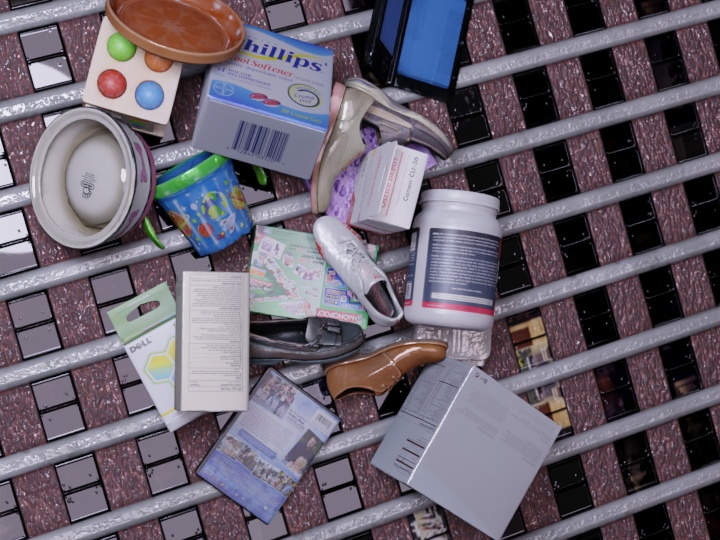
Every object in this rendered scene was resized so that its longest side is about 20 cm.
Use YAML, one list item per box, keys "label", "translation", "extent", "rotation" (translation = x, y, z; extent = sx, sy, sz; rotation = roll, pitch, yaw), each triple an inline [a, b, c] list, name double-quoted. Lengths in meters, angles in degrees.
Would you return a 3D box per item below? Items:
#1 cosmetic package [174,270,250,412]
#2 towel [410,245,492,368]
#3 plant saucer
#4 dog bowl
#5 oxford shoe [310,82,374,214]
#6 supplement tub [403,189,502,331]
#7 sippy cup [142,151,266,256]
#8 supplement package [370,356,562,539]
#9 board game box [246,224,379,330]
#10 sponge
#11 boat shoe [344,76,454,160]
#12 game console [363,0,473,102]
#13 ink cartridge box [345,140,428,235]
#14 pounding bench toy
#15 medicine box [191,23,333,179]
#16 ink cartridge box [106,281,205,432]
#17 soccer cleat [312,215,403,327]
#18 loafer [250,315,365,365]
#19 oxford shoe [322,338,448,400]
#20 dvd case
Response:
- label: "cosmetic package"
  translation: [-0.216, 0.104, 1.654]
  extent: [0.104, 0.071, 0.202]
  rotation: [3, 84, -17]
- label: "towel"
  translation: [0.145, 0.054, 1.819]
  extent: [0.131, 0.034, 0.202]
  rotation: [-1, 88, -14]
- label: "plant saucer"
  translation: [-0.262, -0.349, 1.607]
  extent: [0.198, 0.201, 0.033]
  rotation: [14, 127, -12]
- label: "dog bowl"
  translation: [-0.378, -0.130, 1.637]
  extent: [0.198, 0.074, 0.203]
  rotation: [0, 90, 28]
- label: "oxford shoe"
  translation: [-0.030, -0.176, 1.714]
  extent: [0.073, 0.071, 0.202]
  rotation: [14, 108, -3]
- label: "supplement tub"
  translation: [0.142, -0.013, 1.734]
  extent: [0.139, 0.140, 0.202]
  rotation: [8, 86, -13]
- label: "sippy cup"
  translation: [-0.228, -0.099, 1.695]
  extent: [0.177, 0.140, 0.131]
  rotation: [-25, 106, 15]
- label: "supplement package"
  translation: [0.160, 0.267, 1.745]
  extent: [0.191, 0.147, 0.201]
  rotation: [35, 81, -21]
- label: "board game box"
  translation: [-0.078, 0.011, 1.771]
  extent: [0.198, 0.029, 0.136]
  rotation: [10, 87, -13]
- label: "sponge"
  translation: [0.011, -0.163, 1.797]
  extent: [0.199, 0.030, 0.112]
  rotation: [-34, 96, -12]
- label: "boat shoe"
  translation: [0.050, -0.221, 1.764]
  extent: [0.199, 0.074, 0.074]
  rotation: [32, 91, -1]
- label: "game console"
  translation: [0.095, -0.388, 1.783]
  extent: [0.115, 0.176, 0.202]
  rotation: [10, 85, 16]
- label: "ink cartridge box"
  translation: [0.041, -0.119, 1.685]
  extent: [0.067, 0.200, 0.118]
  rotation: [15, 86, -12]
- label: "pounding bench toy"
  translation: [-0.320, -0.315, 1.659]
  extent: [0.123, 0.156, 0.202]
  rotation: [14, 85, -12]
- label: "medicine box"
  translation: [-0.141, -0.255, 1.678]
  extent: [0.180, 0.103, 0.201]
  rotation: [14, 45, -13]
- label: "ink cartridge box"
  translation: [-0.287, 0.128, 1.703]
  extent: [0.103, 0.059, 0.201]
  rotation: [-28, 95, -12]
- label: "soccer cleat"
  translation: [0.000, 0.000, 1.731]
  extent: [0.068, 0.085, 0.201]
  rotation: [-35, 97, -12]
- label: "loafer"
  translation: [-0.091, 0.101, 1.725]
  extent: [0.198, 0.072, 0.063]
  rotation: [-7, 128, -3]
- label: "oxford shoe"
  translation: [0.043, 0.155, 1.747]
  extent: [0.198, 0.071, 0.072]
  rotation: [-17, 63, 10]
- label: "dvd case"
  translation: [-0.142, 0.268, 1.754]
  extent: [0.142, 0.018, 0.201]
  rotation: [37, 82, -9]
